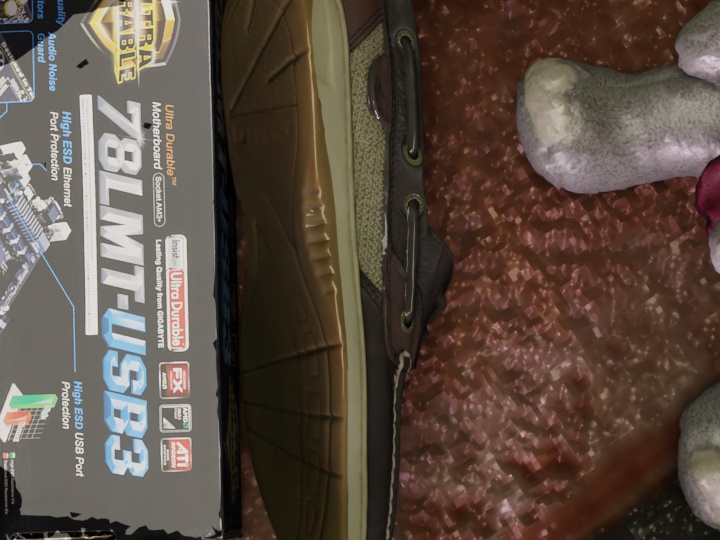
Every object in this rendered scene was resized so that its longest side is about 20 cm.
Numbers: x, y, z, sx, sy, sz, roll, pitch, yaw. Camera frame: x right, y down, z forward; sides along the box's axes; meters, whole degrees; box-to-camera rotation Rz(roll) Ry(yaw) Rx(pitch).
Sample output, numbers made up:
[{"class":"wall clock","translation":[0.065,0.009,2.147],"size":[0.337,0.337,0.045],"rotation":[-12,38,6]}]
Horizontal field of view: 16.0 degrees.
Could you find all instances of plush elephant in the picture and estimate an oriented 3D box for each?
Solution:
[{"class":"plush elephant","translation":[0.158,-0.019,0.768],"size":[0.199,0.155,0.166],"rotation":[-18,86,5]}]

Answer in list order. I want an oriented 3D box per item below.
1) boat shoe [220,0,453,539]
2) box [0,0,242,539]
[{"class":"boat shoe","translation":[-0.001,-0.001,0.827],"size":[0.066,0.072,0.202],"rotation":[-8,95,-30]},{"class":"box","translation":[-0.140,-0.007,0.850],"size":[0.197,0.050,0.202],"rotation":[-3,87,5]}]
